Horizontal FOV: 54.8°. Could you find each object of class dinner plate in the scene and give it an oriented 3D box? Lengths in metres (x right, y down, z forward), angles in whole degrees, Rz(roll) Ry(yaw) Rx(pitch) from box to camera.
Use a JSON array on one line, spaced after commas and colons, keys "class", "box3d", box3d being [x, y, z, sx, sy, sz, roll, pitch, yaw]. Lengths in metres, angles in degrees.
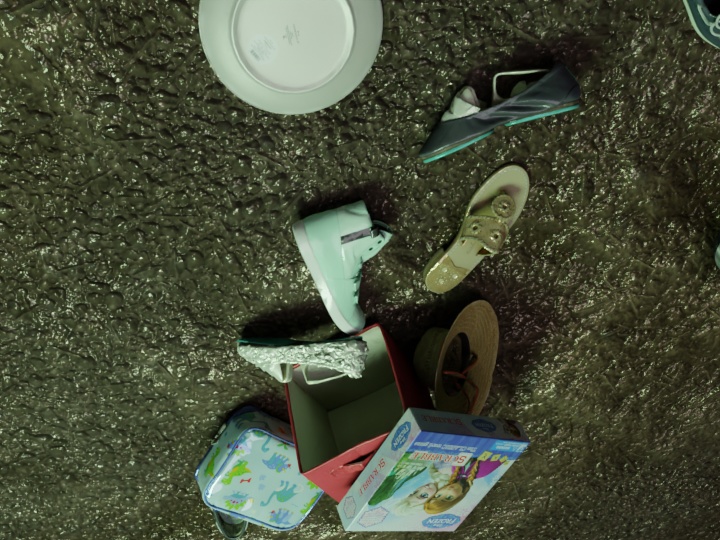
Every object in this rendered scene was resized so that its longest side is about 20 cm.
[{"class": "dinner plate", "box3d": [-0.072, -0.256, 0.738, 0.197, 0.024, 0.202, -4, 128, -6]}]

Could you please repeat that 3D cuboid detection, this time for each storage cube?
[{"class": "storage cube", "box3d": [0.013, 0.220, 1.017, 0.170, 0.201, 0.180, -28, 134, 11]}]

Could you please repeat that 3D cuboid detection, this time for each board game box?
[{"class": "board game box", "box3d": [0.099, 0.276, 0.937, 0.198, 0.041, 0.201, 13, 121, -32]}]

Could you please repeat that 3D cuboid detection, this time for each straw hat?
[{"class": "straw hat", "box3d": [0.126, 0.135, 1.033, 0.084, 0.202, 0.202, 13, 141, 37]}]

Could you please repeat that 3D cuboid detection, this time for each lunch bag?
[{"class": "lunch bag", "box3d": [-0.153, 0.322, 1.110, 0.199, 0.082, 0.162, 31, 94, -31]}]

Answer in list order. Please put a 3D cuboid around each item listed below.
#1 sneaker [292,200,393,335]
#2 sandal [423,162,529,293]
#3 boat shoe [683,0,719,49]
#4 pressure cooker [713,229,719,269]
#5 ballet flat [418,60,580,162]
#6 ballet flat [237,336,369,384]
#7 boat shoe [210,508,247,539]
[{"class": "sneaker", "box3d": [0.000, 0.000, 0.918, 0.117, 0.074, 0.202, -22, 129, 3]}, {"class": "sandal", "box3d": [0.162, -0.036, 0.920, 0.077, 0.070, 0.212, 22, 120, -25]}, {"class": "boat shoe", "box3d": [0.404, -0.301, 0.763, 0.075, 0.062, 0.199, -40, 124, 18]}, {"class": "pressure cooker", "box3d": [0.598, 0.009, 0.936, 0.177, 0.202, 0.176, 11, 135, -29]}, {"class": "ballet flat", "box3d": [0.153, -0.190, 0.809, 0.198, 0.074, 0.073, -19, 129, 13]}, {"class": "ballet flat", "box3d": [-0.085, 0.125, 0.964, 0.197, 0.072, 0.072, -2, 131, 17]}, {"class": "boat shoe", "box3d": [-0.221, 0.380, 1.180, 0.074, 0.061, 0.202, -8, 128, -3]}]
